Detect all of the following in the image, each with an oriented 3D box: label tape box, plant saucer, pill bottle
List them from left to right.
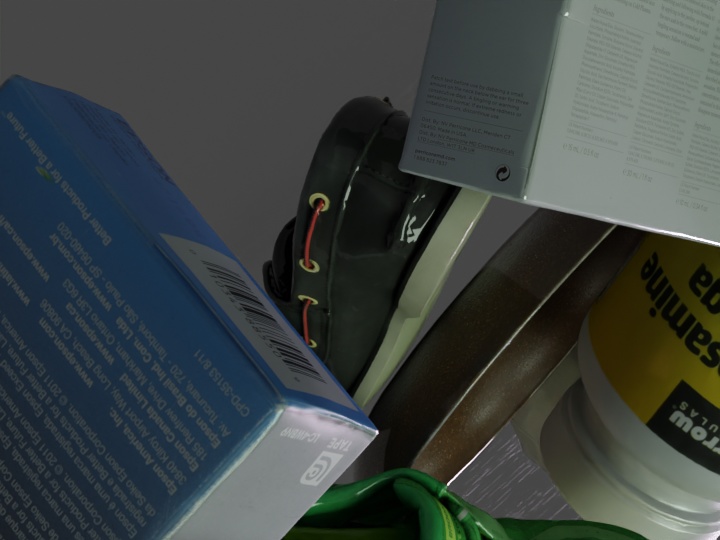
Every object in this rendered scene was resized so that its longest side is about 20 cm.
[{"bbox_3d":[-0.113,0.064,0.806,0.200,0.143,0.066,-48,153,14],"label":"label tape box"},{"bbox_3d":[0.060,0.023,1.060,0.200,0.032,0.200,-47,171,-10],"label":"plant saucer"},{"bbox_3d":[0.157,0.018,1.051,0.112,0.112,0.200,-9,141,-48],"label":"pill bottle"}]

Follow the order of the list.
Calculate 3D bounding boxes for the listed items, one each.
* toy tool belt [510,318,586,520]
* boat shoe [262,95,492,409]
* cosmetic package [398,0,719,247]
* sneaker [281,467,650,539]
[{"bbox_3d":[0.170,0.044,1.189,0.200,0.123,0.125,-40,155,-2],"label":"toy tool belt"},{"bbox_3d":[0.001,-0.002,0.961,0.074,0.063,0.201,-60,176,-22],"label":"boat shoe"},{"bbox_3d":[0.097,-0.090,0.884,0.200,0.052,0.151,10,95,-58],"label":"cosmetic package"},{"bbox_3d":[0.028,0.117,0.980,0.199,0.074,0.084,3,155,-21],"label":"sneaker"}]
